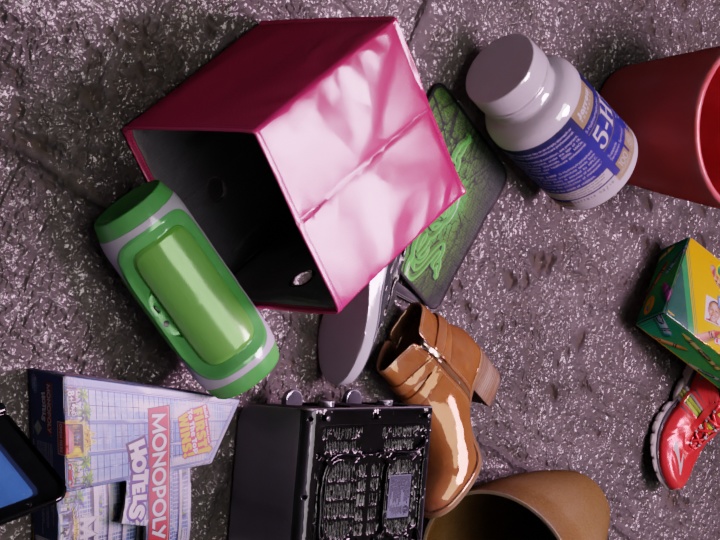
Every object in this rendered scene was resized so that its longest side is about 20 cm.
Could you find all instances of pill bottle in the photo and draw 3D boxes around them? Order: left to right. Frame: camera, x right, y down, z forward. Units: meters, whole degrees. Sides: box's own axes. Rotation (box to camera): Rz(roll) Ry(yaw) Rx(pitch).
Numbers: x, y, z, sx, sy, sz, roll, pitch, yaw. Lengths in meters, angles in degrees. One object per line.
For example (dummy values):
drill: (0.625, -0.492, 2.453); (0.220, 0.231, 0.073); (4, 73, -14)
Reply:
pill bottle: (0.207, -0.166, 1.911); (0.200, 0.119, 0.120); (39, 69, -39)

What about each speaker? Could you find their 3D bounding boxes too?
speaker: (-0.158, 0.019, 1.590); (0.088, 0.088, 0.200); (-44, 110, -31)

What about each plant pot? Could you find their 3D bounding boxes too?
plant pot: (0.196, 0.301, 1.935); (0.200, 0.186, 0.187); (-24, 111, -56)
plant pot: (0.384, -0.170, 2.038); (0.200, 0.177, 0.202); (-7, 100, -42)

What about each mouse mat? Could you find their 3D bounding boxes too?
mouse mat: (0.082, -0.080, 1.874); (0.161, 0.008, 0.201); (49, 60, -36)

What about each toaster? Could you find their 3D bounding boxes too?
toaster: (-0.025, 0.221, 1.737); (0.180, 0.118, 0.201); (2, 93, -43)

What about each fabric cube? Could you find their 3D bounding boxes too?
fabric cube: (-0.059, -0.101, 1.616); (0.199, 0.196, 0.201); (-43, 121, -33)

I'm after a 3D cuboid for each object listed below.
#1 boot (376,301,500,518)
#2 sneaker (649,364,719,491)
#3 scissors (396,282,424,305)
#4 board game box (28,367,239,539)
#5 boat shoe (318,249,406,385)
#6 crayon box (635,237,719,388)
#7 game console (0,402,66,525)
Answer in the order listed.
boot: (0.068, 0.147, 1.851); (0.155, 0.073, 0.201); (42, 54, -39)
sneaker: (0.430, 0.185, 2.186); (0.077, 0.085, 0.201); (40, 67, -37)
scissors: (0.000, 0.000, 1.810); (0.200, 0.014, 0.073); (52, 58, -35)
board game box: (-0.204, 0.180, 1.602); (0.199, 0.062, 0.201); (-7, 99, -42)
boat shoe: (0.010, 0.021, 1.770); (0.056, 0.068, 0.201); (8, 98, -43)
crayon box: (0.444, 0.067, 2.148); (0.200, 0.058, 0.119); (36, 58, -18)
game console: (-0.359, 0.123, 1.411); (0.199, 0.116, 0.177); (-18, 107, -41)
